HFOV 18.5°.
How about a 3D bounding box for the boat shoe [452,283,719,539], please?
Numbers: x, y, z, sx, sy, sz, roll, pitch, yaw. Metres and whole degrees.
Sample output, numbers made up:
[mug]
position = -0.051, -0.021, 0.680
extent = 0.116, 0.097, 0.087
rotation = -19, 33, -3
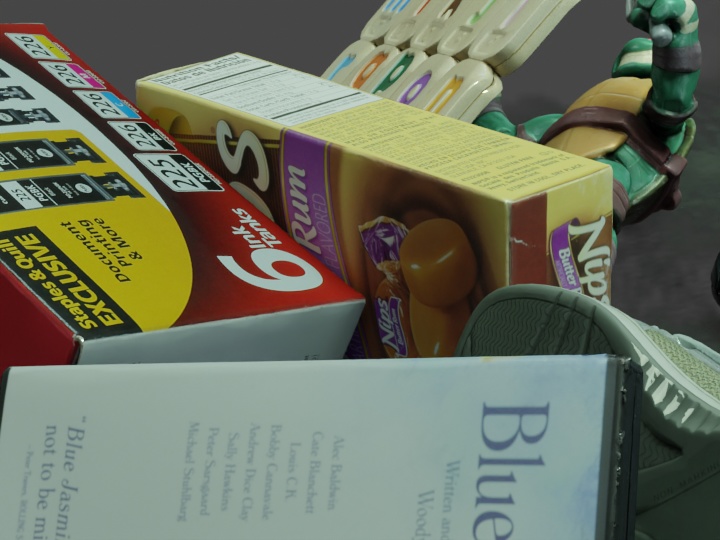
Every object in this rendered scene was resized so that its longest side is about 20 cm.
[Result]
[boat shoe]
position = 0.097, 0.061, 0.638
extent = 0.064, 0.075, 0.201
rotation = 20, 2, -39

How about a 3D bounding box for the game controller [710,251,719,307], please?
[game controller]
position = 0.235, -0.011, 0.863
extent = 0.199, 0.042, 0.104
rotation = -23, 45, -27

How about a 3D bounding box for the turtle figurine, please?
[turtle figurine]
position = 0.093, -0.060, 0.911
extent = 0.149, 0.101, 0.200
rotation = -30, 20, 45

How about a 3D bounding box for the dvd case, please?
[dvd case]
position = -0.022, 0.095, 0.596
extent = 0.198, 0.144, 0.018
rotation = -2, -17, 27

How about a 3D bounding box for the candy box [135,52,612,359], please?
[candy box]
position = 0.000, 0.000, 0.800
extent = 0.056, 0.118, 0.199
rotation = -19, 27, -37

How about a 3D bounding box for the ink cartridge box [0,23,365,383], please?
[ink cartridge box]
position = -0.131, -0.002, 0.763
extent = 0.175, 0.084, 0.200
rotation = -8, 39, -47

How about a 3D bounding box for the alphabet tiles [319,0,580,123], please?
[alphabet tiles]
position = 0.028, -0.092, 0.958
extent = 0.196, 0.015, 0.200
rotation = -50, 17, -4
